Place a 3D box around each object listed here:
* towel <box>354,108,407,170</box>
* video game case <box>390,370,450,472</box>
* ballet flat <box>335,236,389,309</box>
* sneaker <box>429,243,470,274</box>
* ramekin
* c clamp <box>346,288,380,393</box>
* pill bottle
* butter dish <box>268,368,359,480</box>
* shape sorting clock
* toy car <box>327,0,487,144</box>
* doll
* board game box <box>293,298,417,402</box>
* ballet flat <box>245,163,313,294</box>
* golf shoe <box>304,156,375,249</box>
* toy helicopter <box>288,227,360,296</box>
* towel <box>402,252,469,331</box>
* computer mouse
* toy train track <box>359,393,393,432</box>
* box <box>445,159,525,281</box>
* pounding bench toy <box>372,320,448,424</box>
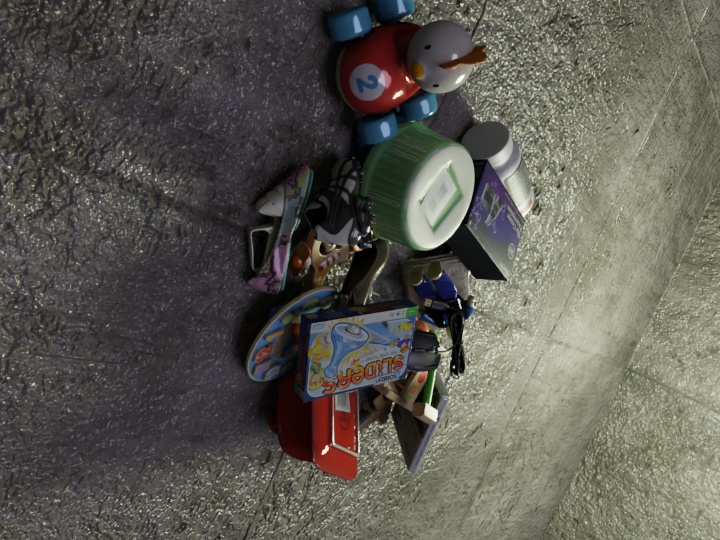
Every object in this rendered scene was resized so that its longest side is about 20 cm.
[{"bbox_3d":[0.043,-0.164,1.030,0.111,0.048,0.202,-31,132,-32],"label":"towel"},{"bbox_3d":[0.121,0.283,1.270,0.023,0.200,0.184,16,108,-13],"label":"video game case"},{"bbox_3d":[0.000,0.000,1.023,0.046,0.067,0.202,47,46,-31],"label":"ballet flat"},{"bbox_3d":[0.188,-0.049,1.243,0.099,0.069,0.203,-14,121,-39],"label":"sneaker"},{"bbox_3d":[0.097,-0.131,0.992,0.199,0.097,0.202,-26,129,-36],"label":"ramekin"},{"bbox_3d":[-0.001,0.119,1.077,0.171,0.027,0.203,37,58,-64],"label":"c clamp"},{"bbox_3d":[0.274,-0.195,1.218,0.114,0.113,0.200,-52,141,-12],"label":"pill bottle"},{"bbox_3d":[-0.091,0.255,1.059,0.200,0.146,0.202,49,36,-58],"label":"butter dish"},{"bbox_3d":[-0.104,0.108,0.999,0.199,0.039,0.201,-33,151,-21],"label":"shape sorting clock"},{"bbox_3d":[0.081,-0.290,0.850,0.176,0.199,0.186,-35,121,-29],"label":"toy car"},{"bbox_3d":[0.159,0.068,1.206,0.201,0.135,0.049,55,28,-38],"label":"doll"},{"bbox_3d":[-0.006,0.123,0.965,0.198,0.034,0.137,-7,116,-32],"label":"board game box"},{"bbox_3d":[-0.126,-0.063,0.896,0.070,0.069,0.203,11,105,-23],"label":"ballet flat"},{"bbox_3d":[-0.038,-0.108,0.893,0.093,0.201,0.079,-4,126,-8],"label":"golf shoe"},{"bbox_3d":[-0.070,-0.007,0.979,0.132,0.079,0.202,-17,136,-49],"label":"toy helicopter"},{"bbox_3d":[0.157,0.049,1.244,0.131,0.035,0.202,-8,130,1],"label":"towel"},{"bbox_3d":[0.108,0.116,1.091,0.197,0.046,0.143,8,77,-16],"label":"computer mouse"},{"bbox_3d":[0.004,0.313,1.285,0.199,0.032,0.115,-38,143,-19],"label":"toy train track"},{"bbox_3d":[0.227,-0.090,1.143,0.200,0.078,0.143,42,64,-44],"label":"box"},{"bbox_3d":[0.100,0.180,1.175,0.157,0.199,0.124,-56,141,-6],"label":"pounding bench toy"}]
